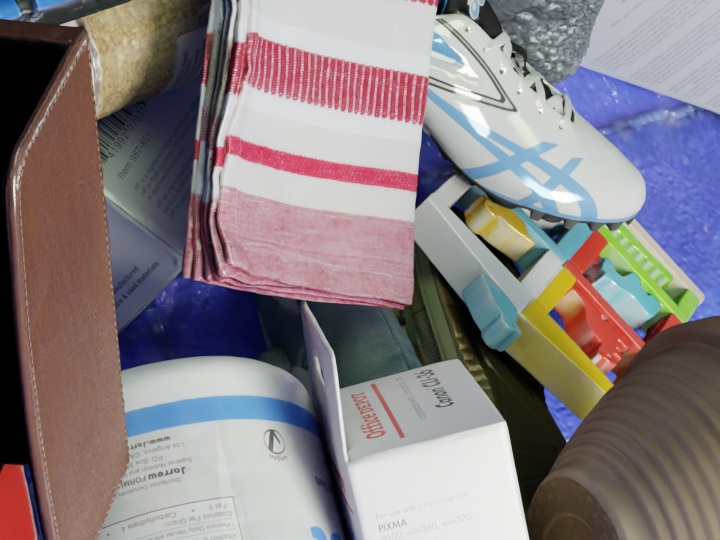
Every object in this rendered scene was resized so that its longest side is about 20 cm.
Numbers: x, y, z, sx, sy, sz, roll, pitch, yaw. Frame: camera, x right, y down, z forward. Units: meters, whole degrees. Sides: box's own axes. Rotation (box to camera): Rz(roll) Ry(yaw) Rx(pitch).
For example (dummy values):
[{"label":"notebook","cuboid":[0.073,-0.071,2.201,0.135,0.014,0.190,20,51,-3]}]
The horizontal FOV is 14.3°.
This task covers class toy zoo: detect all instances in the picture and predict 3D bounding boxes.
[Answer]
[{"label":"toy zoo","cuboid":[0.089,0.001,1.331,0.131,0.020,0.200,47,26,-1]}]

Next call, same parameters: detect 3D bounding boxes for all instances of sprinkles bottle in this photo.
[{"label":"sprinkles bottle","cuboid":[-0.081,-0.109,1.188,0.200,0.068,0.068,-28,80,-41]}]

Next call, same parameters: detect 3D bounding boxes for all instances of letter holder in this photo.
[{"label":"letter holder","cuboid":[-0.150,0.033,0.973,0.100,0.201,0.142,7,40,10]}]

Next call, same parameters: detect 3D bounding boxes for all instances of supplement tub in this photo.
[{"label":"supplement tub","cuboid":[-0.061,0.147,1.118,0.131,0.132,0.201,0,64,-34]}]

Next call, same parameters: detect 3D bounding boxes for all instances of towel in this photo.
[{"label":"towel","cuboid":[-0.012,-0.088,1.168,0.144,0.023,0.201,7,88,-55]}]

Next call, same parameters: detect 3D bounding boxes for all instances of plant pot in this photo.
[{"label":"plant pot","cuboid":[0.126,0.122,1.149,0.092,0.201,0.202,-7,67,-23]}]

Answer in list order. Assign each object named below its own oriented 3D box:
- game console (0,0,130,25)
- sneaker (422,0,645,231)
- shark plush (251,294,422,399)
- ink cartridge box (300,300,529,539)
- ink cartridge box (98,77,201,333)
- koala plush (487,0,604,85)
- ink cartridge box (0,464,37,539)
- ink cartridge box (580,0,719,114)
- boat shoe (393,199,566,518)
[{"label":"game console","cuboid":[-0.203,-0.095,1.115,0.170,0.119,0.200,-22,46,-32]},{"label":"sneaker","cuboid":[0.054,-0.087,1.304,0.200,0.073,0.072,34,24,-12]},{"label":"shark plush","cuboid":[0.000,0.000,1.278,0.091,0.083,0.201,19,54,-23]},{"label":"ink cartridge box","cuboid":[0.030,0.110,1.150,0.067,0.116,0.201,-14,103,-5]},{"label":"ink cartridge box","cuboid":[-0.139,-0.092,1.241,0.200,0.084,0.145,38,49,-9]},{"label":"koala plush","cuboid":[0.050,-0.202,1.389,0.184,0.177,0.200,39,47,-23]},{"label":"ink cartridge box","cuboid":[-0.205,0.137,1.040,0.199,0.045,0.177,-9,67,-14]},{"label":"ink cartridge box","cuboid":[0.207,-0.135,1.447,0.199,0.162,0.057,13,61,-27]},{"label":"boat shoe","cuboid":[0.048,0.057,1.293,0.073,0.063,0.201,19,43,-43]}]
